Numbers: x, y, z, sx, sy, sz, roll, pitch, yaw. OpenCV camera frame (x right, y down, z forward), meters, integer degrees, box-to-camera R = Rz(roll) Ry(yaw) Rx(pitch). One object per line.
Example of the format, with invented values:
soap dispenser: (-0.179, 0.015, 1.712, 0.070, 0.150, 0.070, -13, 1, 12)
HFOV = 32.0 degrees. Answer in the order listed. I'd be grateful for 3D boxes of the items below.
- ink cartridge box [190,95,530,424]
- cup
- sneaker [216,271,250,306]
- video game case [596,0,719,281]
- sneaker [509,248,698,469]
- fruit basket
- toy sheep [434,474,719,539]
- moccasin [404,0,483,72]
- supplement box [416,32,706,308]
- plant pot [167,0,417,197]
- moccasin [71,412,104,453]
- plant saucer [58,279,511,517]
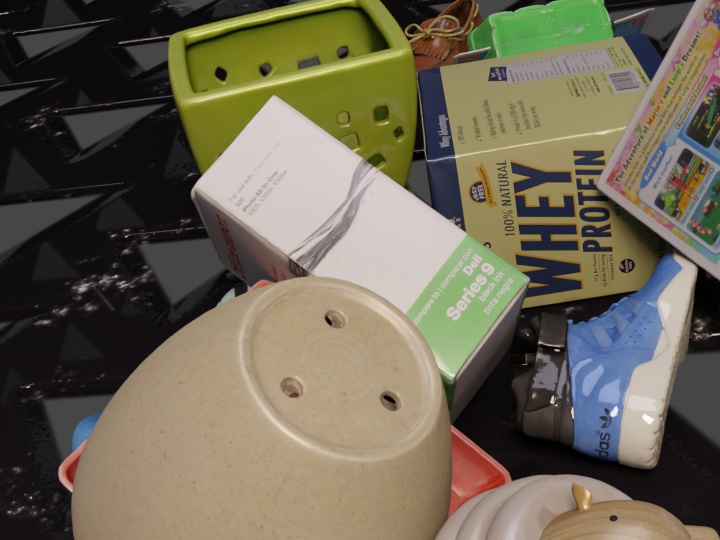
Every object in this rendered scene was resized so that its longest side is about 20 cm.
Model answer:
ink cartridge box: (0.000, 0.000, 0.799, 0.199, 0.146, 0.084, 37, 76, 13)
cup: (-0.031, 0.087, 0.621, 0.197, 0.144, 0.202, 14, 46, -15)
sneaker: (-0.019, 0.024, 0.936, 0.197, 0.075, 0.119, -16, 31, -5)
video game case: (0.262, -0.095, 0.802, 0.023, 0.202, 0.182, 7, 28, -43)
sneaker: (0.158, 0.044, 0.831, 0.109, 0.078, 0.201, 10, 40, 19)
fruit basket: (0.170, -0.172, 1.168, 0.182, 0.200, 0.095, -12, 69, -3)
toy sheep: (0.084, 0.160, 0.568, 0.136, 0.201, 0.140, 14, 49, -17)
moccasin: (0.087, -0.253, 1.404, 0.073, 0.079, 0.201, 9, 34, 34)
supplement box: (0.153, -0.081, 1.001, 0.196, 0.136, 0.201, -9, 27, 5)
plant pot: (-0.051, -0.116, 1.095, 0.197, 0.184, 0.200, -14, 27, -4)
moccasin: (-0.084, 0.123, 0.783, 0.197, 0.069, 0.080, 3, 8, -23)
plant saucer: (-0.038, 0.125, 0.710, 0.199, 0.037, 0.200, 38, 45, 7)
